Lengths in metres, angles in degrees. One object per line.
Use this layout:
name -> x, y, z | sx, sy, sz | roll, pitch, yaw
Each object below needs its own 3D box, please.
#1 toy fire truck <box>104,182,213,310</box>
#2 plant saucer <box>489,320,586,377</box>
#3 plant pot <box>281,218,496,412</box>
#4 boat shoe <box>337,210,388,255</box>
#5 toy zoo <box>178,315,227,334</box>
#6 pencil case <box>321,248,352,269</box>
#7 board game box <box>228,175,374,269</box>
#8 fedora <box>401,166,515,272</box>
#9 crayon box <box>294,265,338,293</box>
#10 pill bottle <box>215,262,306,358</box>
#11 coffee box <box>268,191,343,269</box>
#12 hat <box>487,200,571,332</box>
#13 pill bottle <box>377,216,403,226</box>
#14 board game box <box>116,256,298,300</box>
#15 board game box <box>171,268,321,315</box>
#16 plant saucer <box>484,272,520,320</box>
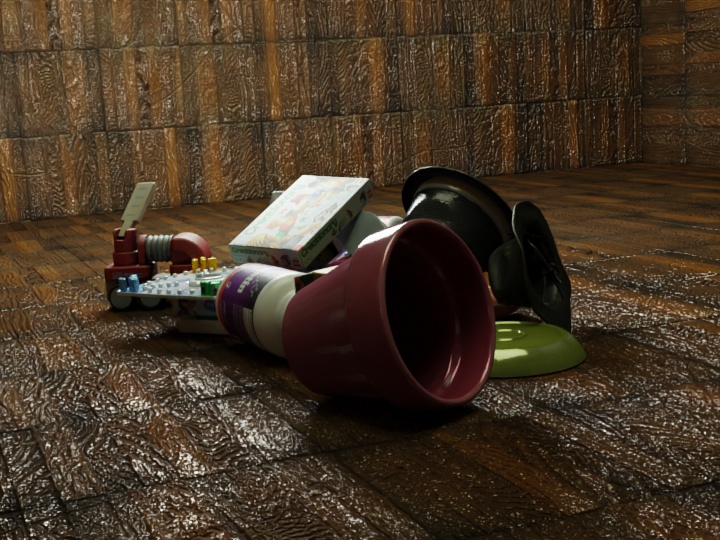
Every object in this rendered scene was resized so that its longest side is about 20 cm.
toy fire truck -> -0.339, -0.044, 1.865 | 0.176, 0.200, 0.129 | -3, 10, 5
plant saucer -> 0.180, 0.093, 1.381 | 0.199, 0.031, 0.200 | -3, 10, 0
plant pot -> 0.021, 0.061, 1.204 | 0.179, 0.200, 0.200 | -17, -1, 40
boat shoe -> 0.046, -0.025, 1.584 | 0.200, 0.070, 0.066 | 26, -12, 45
toy zoo -> -0.167, 0.066, 1.690 | 0.131, 0.021, 0.200 | 1, 10, 26
pencil case -> 0.000, 0.000, 1.674 | 0.088, 0.089, 0.200 | 0, 16, 19
board game box -> -0.083, -0.073, 1.605 | 0.126, 0.035, 0.200 | 5, 37, 33
fedora -> 0.131, -0.052, 1.597 | 0.200, 0.201, 0.092 | 4, 42, 38
crayon box -> 0.006, 0.054, 1.390 | 0.051, 0.127, 0.200 | 6, 14, 44
pill bottle -> -0.108, 0.053, 1.461 | 0.112, 0.113, 0.200 | -8, 9, -28
coffee box -> -0.067, -0.040, 1.780 | 0.113, 0.080, 0.200 | 3, -30, 18
hat -> 0.221, 0.004, 1.512 | 0.081, 0.201, 0.201 | -19, 2, 24
pill bottle -> -0.017, -0.040, 1.988 | 0.200, 0.116, 0.116 | 1, 10, 28
board game box -> -0.228, 0.009, 1.659 | 0.200, 0.026, 0.200 | 2, 11, 33
board game box -> -0.152, 0.032, 1.697 | 0.200, 0.041, 0.199 | 0, 10, 23
plant saucer -> 0.140, 0.032, 1.613 | 0.200, 0.038, 0.200 | 7, 17, -2
